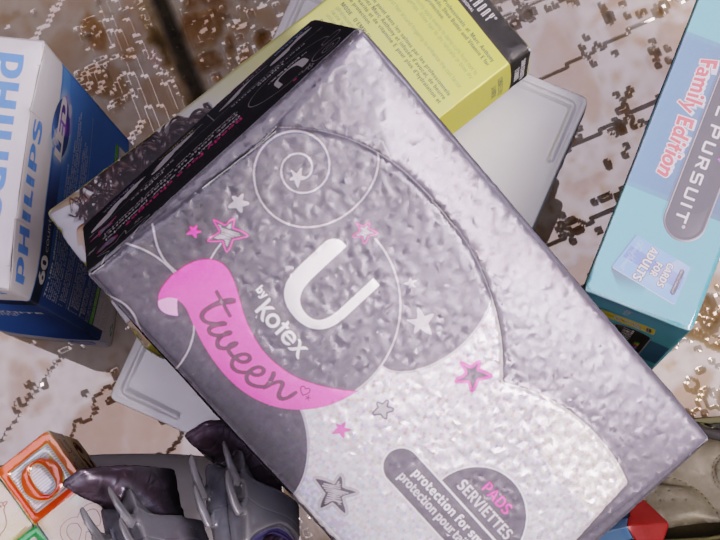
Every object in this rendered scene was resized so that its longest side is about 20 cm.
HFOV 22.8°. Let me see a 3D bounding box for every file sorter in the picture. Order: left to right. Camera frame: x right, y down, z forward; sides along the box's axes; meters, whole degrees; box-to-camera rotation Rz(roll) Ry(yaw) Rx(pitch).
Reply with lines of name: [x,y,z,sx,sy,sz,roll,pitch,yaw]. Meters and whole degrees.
file sorter: [0.000,0.000,0.823,0.138,0.125,0.201,23,83,8]

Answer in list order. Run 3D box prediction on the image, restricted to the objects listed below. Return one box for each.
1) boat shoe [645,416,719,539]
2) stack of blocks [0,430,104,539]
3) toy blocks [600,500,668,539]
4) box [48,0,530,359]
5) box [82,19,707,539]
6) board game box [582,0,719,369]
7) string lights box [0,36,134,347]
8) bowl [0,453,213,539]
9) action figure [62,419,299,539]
boat shoe: [0.126,0.097,0.828,0.198,0.065,0.074,-8,84,6]
stack of blocks: [-0.173,0.177,0.768,0.200,0.059,0.115,-39,81,-3]
toy blocks: [0.062,0.169,0.738,0.136,0.200,0.100,-20,112,26]
box: [-0.027,-0.053,0.747,0.200,0.050,0.075,-39,80,-3]
box: [0.007,0.024,0.669,0.132,0.115,0.200,-42,102,-2]
board game box: [0.140,-0.039,0.781,0.047,0.200,0.152,21,84,7]
string lights box: [-0.150,-0.030,0.800,0.058,0.200,0.104,6,81,5]
bowl: [-0.127,0.185,0.832,0.198,0.075,0.202,-4,80,3]
action figure: [-0.048,0.162,0.687,0.130,0.069,0.201,-28,63,16]
